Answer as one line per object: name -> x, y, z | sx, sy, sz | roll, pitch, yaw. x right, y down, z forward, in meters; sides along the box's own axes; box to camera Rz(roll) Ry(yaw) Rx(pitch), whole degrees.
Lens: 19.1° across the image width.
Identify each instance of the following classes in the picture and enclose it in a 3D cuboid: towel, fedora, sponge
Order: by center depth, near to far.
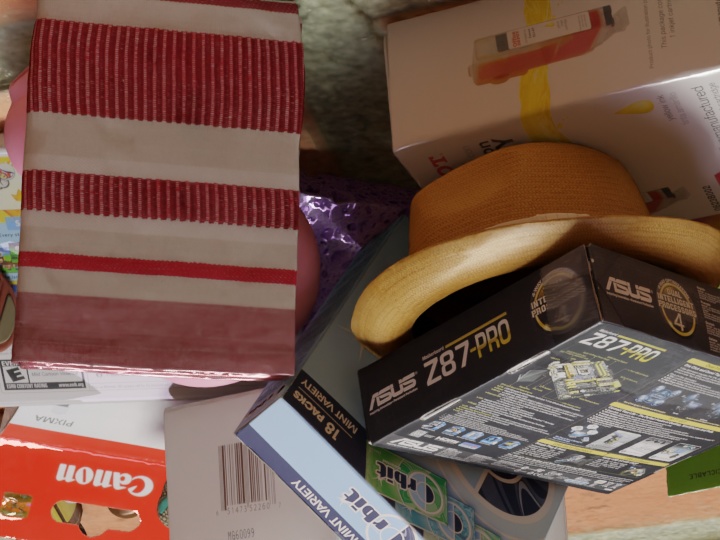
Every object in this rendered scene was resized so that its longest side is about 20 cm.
towel -> -0.101, -0.045, 1.094 | 0.143, 0.201, 0.023 | 4, 169, -13
fedora -> 0.090, -0.010, 1.110 | 0.199, 0.082, 0.201 | -9, 154, -4
sponge -> 0.000, 0.000, 1.282 | 0.199, 0.030, 0.112 | 9, 122, -1

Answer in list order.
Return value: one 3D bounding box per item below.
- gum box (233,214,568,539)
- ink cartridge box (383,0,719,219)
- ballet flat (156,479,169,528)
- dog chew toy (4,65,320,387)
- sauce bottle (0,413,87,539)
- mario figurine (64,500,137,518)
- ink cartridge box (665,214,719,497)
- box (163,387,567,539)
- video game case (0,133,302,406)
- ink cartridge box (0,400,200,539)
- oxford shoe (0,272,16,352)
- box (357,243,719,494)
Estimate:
gum box -> 0.038, 0.085, 1.176 | 0.170, 0.200, 0.045 | 46, 126, -8
ink cartridge box -> 0.129, -0.086, 1.149 | 0.199, 0.084, 0.145 | -12, 150, 19
ballet flat -> -0.053, 0.142, 1.401 | 0.199, 0.068, 0.075 | 1, 147, -45
dog chew toy -> -0.114, -0.033, 1.157 | 0.124, 0.125, 0.200 | -28, 110, 40
sauce bottle -> -0.249, 0.176, 1.630 | 0.066, 0.066, 0.200 | -4, 150, 3
mario figurine -> -0.148, 0.122, 1.483 | 0.105, 0.124, 0.200 | 15, 158, 8
ink cartridge box -> 0.222, 0.011, 1.211 | 0.147, 0.201, 0.076 | -14, 150, 20
box -> 0.005, 0.128, 1.295 | 0.199, 0.107, 0.152 | 6, 166, -43
video game case -> -0.138, -0.001, 1.260 | 0.199, 0.023, 0.183 | -2, 123, 5
ink cartridge box -> -0.144, 0.093, 1.372 | 0.162, 0.201, 0.057 | 12, -173, -25
oxford shoe -> -0.288, -0.004, 1.220 | 0.199, 0.071, 0.074 | 31, 145, -27
box -> 0.123, 0.058, 1.111 | 0.199, 0.049, 0.161 | 16, 146, -42
